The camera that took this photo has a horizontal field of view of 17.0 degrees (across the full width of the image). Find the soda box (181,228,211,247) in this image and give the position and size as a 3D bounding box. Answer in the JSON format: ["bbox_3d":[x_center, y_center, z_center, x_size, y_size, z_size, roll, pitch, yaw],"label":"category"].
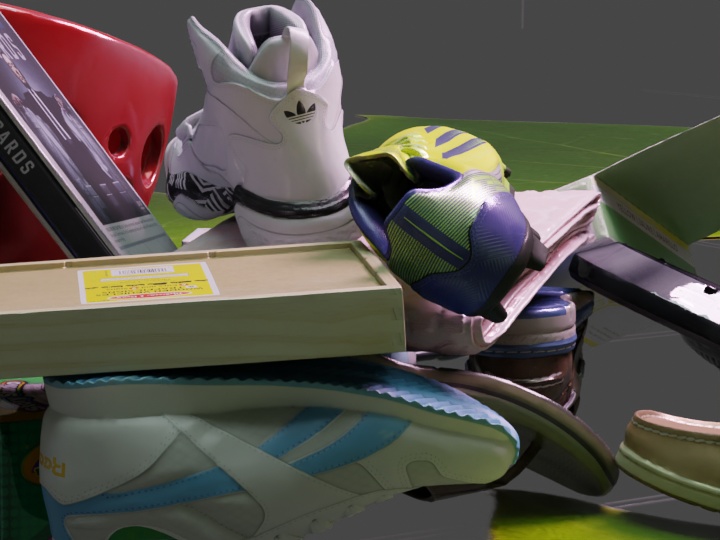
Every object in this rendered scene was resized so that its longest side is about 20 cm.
[{"bbox_3d":[-0.012,0.009,1.542,0.199,0.064,0.068,2,8,4],"label":"soda box"}]

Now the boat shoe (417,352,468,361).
[{"bbox_3d":[-0.006,0.021,1.416,0.199,0.076,0.060,-5,4,-30],"label":"boat shoe"}]

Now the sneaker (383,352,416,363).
[{"bbox_3d":[-0.072,0.044,1.243,0.199,0.080,0.131,0,7,3],"label":"sneaker"}]

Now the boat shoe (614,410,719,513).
[{"bbox_3d":[0.208,0.076,1.040,0.199,0.067,0.074,8,8,25],"label":"boat shoe"}]

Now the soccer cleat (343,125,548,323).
[{"bbox_3d":[0.026,-0.037,1.087,0.084,0.065,0.200,33,8,-18],"label":"soccer cleat"}]

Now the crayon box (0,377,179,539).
[{"bbox_3d":[-0.126,0.073,1.101,0.118,0.059,0.200,-2,9,-19],"label":"crayon box"}]

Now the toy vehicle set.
[{"bbox_3d":[-0.088,0.016,1.004,0.199,0.027,0.124,-4,10,-6],"label":"toy vehicle set"}]

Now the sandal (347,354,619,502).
[{"bbox_3d":[0.019,0.072,1.086,0.200,0.058,0.080,17,-13,-13],"label":"sandal"}]

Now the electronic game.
[{"bbox_3d":[0.201,0.036,1.261,0.199,0.042,0.200,24,3,-1],"label":"electronic game"}]

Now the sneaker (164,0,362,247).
[{"bbox_3d":[-0.055,-0.082,1.229,0.075,0.116,0.200,-12,17,-19],"label":"sneaker"}]

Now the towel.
[{"bbox_3d":[0.000,0.000,1.189,0.199,0.032,0.191,0,17,25],"label":"towel"}]

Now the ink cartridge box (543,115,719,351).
[{"bbox_3d":[0.162,-0.018,1.365,0.199,0.048,0.145,-22,-25,23],"label":"ink cartridge box"}]

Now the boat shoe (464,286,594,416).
[{"bbox_3d":[0.081,0.047,1.246,0.072,0.073,0.200,1,4,10],"label":"boat shoe"}]

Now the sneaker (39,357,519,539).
[{"bbox_3d":[-0.033,0.079,0.993,0.199,0.081,0.077,2,8,-12],"label":"sneaker"}]

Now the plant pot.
[{"bbox_3d":[-0.218,-0.047,1.372,0.199,0.183,0.200,12,-10,2],"label":"plant pot"}]

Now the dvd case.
[{"bbox_3d":[-0.170,-0.079,1.208,0.025,0.200,0.150,-37,0,6],"label":"dvd case"}]
